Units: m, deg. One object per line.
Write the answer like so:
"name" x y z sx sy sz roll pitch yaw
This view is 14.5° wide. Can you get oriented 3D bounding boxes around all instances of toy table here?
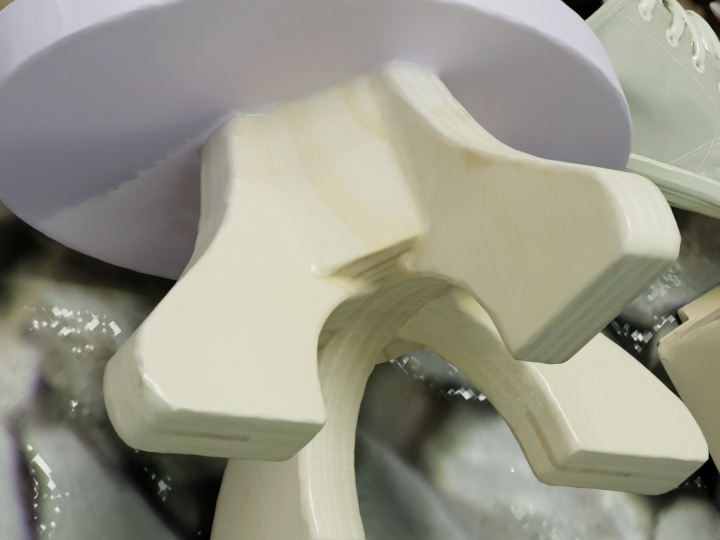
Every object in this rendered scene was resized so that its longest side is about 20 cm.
"toy table" 0.000 0.000 0.737 0.200 0.184 0.117 0 54 -29

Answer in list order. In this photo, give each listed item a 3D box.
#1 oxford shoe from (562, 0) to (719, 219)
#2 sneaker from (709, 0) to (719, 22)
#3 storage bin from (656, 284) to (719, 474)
"oxford shoe" 0.087 -0.061 0.878 0.200 0.058 0.075 16 24 -31
"sneaker" 0.145 -0.157 0.956 0.074 0.087 0.200 -19 84 -41
"storage bin" 0.221 0.059 0.921 0.198 0.094 0.200 -28 90 -42
